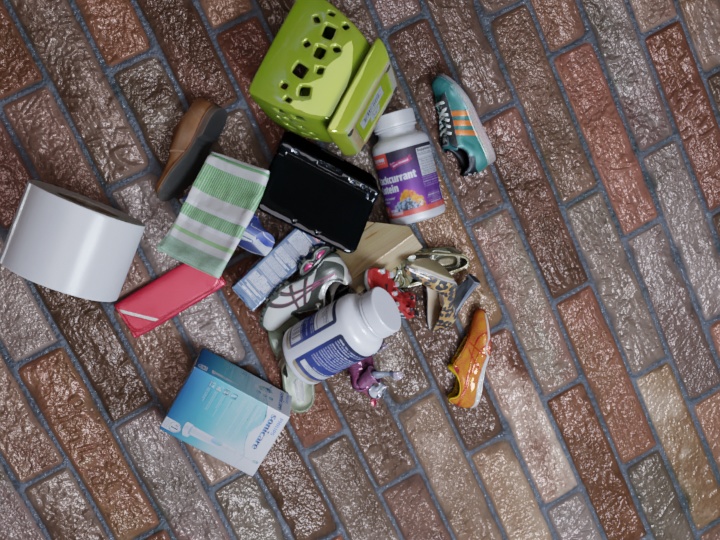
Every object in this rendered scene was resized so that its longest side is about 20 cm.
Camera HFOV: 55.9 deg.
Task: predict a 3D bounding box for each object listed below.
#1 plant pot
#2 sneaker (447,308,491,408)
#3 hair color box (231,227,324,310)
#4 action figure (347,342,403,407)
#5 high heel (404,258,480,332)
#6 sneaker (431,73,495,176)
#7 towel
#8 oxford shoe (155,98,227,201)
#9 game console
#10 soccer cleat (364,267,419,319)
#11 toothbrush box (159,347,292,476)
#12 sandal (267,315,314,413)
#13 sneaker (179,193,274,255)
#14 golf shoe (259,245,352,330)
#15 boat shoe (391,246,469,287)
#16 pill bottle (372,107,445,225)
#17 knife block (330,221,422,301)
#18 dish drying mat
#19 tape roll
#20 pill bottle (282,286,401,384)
[{"bbox_3d":[-0.050,-0.321,1.169,0.180,0.199,0.202,31,91,9],"label":"plant pot"},{"bbox_3d":[0.216,0.175,1.354,0.076,0.073,0.204,11,91,-1],"label":"sneaker"},{"bbox_3d":[-0.145,-0.020,1.256,0.200,0.100,0.061,-43,99,-4],"label":"hair color box"},{"bbox_3d":[-0.008,0.167,1.282,0.146,0.134,0.203,-17,95,-7],"label":"action figure"},{"bbox_3d":[0.126,0.055,1.285,0.198,0.072,0.143,15,119,-40],"label":"high heel"},{"bbox_3d":[0.182,-0.275,1.302,0.079,0.071,0.202,-34,101,-9],"label":"sneaker"},{"bbox_3d":[-0.250,-0.101,1.159,0.151,0.023,0.202,20,76,29],"label":"towel"},{"bbox_3d":[-0.321,-0.220,1.234,0.071,0.071,0.202,32,90,17],"label":"oxford shoe"},{"bbox_3d":[-0.076,-0.146,1.234,0.198,0.176,0.118,26,108,-12],"label":"game console"},{"bbox_3d":[0.041,0.047,1.258,0.084,0.199,0.070,-4,71,27],"label":"soccer cleat"},{"bbox_3d":[-0.246,0.263,1.259,0.198,0.085,0.148,30,105,-10],"label":"toothbrush box"},{"bbox_3d":[-0.124,0.178,1.300,0.078,0.057,0.205,-14,98,-8],"label":"sandal"},{"bbox_3d":[-0.225,-0.122,1.217,0.198,0.081,0.116,31,79,24],"label":"sneaker"},{"bbox_3d":[-0.102,0.049,1.212,0.088,0.077,0.200,47,106,13],"label":"golf shoe"},{"bbox_3d":[0.111,-0.006,1.320,0.197,0.063,0.075,-7,97,-9],"label":"boat shoe"},{"bbox_3d":[0.084,-0.195,1.273,0.110,0.111,0.203,-17,98,-8],"label":"pill bottle"},{"bbox_3d":[0.000,0.000,1.258,0.197,0.064,0.179,8,75,25],"label":"knife block"},{"bbox_3d":[-0.354,0.044,1.268,0.198,0.018,0.078,-31,99,-5],"label":"dish drying mat"},{"bbox_3d":[-0.483,-0.049,1.145,0.200,0.203,0.141,22,92,-11],"label":"tape roll"},{"bbox_3d":[-0.030,0.109,1.174,0.198,0.111,0.112,-31,101,28],"label":"pill bottle"}]
